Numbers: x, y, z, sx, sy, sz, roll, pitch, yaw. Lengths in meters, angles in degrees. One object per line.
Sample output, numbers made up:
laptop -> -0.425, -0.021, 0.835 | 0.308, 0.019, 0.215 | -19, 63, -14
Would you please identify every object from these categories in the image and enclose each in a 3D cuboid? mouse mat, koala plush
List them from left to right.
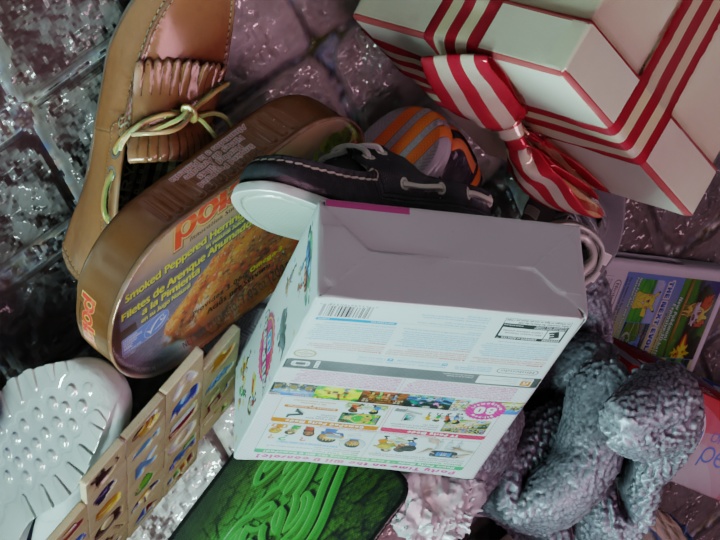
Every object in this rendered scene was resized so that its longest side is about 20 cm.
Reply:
mouse mat -> -0.064, 0.173, 1.453 | 0.008, 0.161, 0.200 | 36, 92, -37
koala plush -> 0.077, 0.107, 1.502 | 0.200, 0.177, 0.184 | -4, 127, -29

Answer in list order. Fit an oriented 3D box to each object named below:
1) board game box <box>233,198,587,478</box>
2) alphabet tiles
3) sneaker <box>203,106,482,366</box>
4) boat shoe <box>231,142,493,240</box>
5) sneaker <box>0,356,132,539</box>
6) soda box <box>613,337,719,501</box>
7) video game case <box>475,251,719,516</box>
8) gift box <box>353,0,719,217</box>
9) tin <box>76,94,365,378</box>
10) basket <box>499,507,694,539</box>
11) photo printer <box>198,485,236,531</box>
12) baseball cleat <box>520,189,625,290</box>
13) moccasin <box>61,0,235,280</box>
board game box -> 0.022, 0.042, 1.324 | 0.147, 0.064, 0.200 | 6, 149, -14
alphabet tiles -> -0.125, 0.114, 1.382 | 0.166, 0.006, 0.200 | -49, 170, -19
sneaker -> 0.000, 0.000, 1.455 | 0.200, 0.078, 0.112 | -41, 144, 3
boat shoe -> 0.004, -0.040, 1.329 | 0.200, 0.076, 0.060 | 22, 74, -54
sneaker -> -0.169, 0.110, 1.373 | 0.080, 0.076, 0.200 | -13, 152, -39
soda box -> 0.219, 0.107, 1.664 | 0.200, 0.063, 0.070 | 23, 100, -42
video game case -> 0.153, 0.080, 1.657 | 0.182, 0.022, 0.200 | 6, 111, -39
gift box -> 0.118, -0.143, 1.389 | 0.185, 0.200, 0.187 | 40, 74, -41
tin -> -0.076, -0.022, 1.327 | 0.200, 0.042, 0.112 | -38, 153, -31
basket -> 0.176, 0.249, 1.686 | 0.176, 0.139, 0.200 | -36, 135, 8
photo printer -> 0.001, 0.226, 1.507 | 0.069, 0.200, 0.166 | -48, 135, -3
baseball cleat -> 0.127, -0.013, 1.456 | 0.070, 0.106, 0.200 | 44, 50, -8
moccasin -> -0.110, -0.073, 1.324 | 0.074, 0.078, 0.202 | 9, 110, -40
